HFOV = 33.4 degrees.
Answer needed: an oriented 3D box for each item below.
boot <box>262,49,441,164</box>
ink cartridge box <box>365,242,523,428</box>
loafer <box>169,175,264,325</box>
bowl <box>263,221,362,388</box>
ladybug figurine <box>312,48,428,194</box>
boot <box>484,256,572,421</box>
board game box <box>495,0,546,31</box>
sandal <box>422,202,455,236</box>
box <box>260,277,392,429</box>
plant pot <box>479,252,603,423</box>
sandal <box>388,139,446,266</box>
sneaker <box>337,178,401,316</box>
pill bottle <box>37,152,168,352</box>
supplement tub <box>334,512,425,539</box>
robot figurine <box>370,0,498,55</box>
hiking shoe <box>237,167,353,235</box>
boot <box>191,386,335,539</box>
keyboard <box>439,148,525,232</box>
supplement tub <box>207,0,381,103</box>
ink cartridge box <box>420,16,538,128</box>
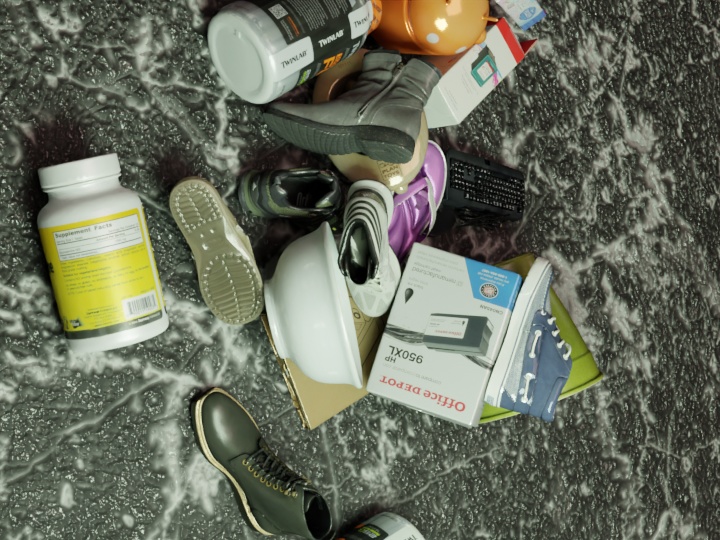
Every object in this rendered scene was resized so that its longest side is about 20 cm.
[{"bbox_3d":[-0.009,-0.209,1.462,0.070,0.200,0.132,73,33,-68],"label":"boot"},{"bbox_3d":[0.107,0.084,1.519,0.084,0.144,0.200,43,65,-77],"label":"ink cartridge box"},{"bbox_3d":[-0.164,-0.028,1.405,0.076,0.068,0.200,-15,118,4],"label":"loafer"},{"bbox_3d":[-0.060,0.049,1.418,0.090,0.201,0.201,-12,99,1],"label":"bowl"},{"bbox_3d":[0.015,-0.183,1.516,0.136,0.072,0.200,-21,76,3],"label":"ladybug figurine"},{"bbox_3d":[0.229,0.087,1.502,0.073,0.090,0.200,60,49,-73],"label":"boot"},{"bbox_3d":[0.159,-0.421,1.566,0.200,0.043,0.199,58,16,9],"label":"board game box"},{"bbox_3d":[0.064,-0.121,1.602,0.200,0.043,0.076,52,61,-25],"label":"sandal"},{"bbox_3d":[-0.022,0.086,1.545,0.200,0.021,0.164,-29,106,-33],"label":"box"},{"bbox_3d":[0.204,0.084,1.629,0.200,0.200,0.193,-18,88,-37],"label":"plant pot"},{"bbox_3d":[0.067,-0.073,1.560,0.082,0.050,0.203,28,82,-31],"label":"sandal"},{"bbox_3d":[0.000,0.000,1.454,0.115,0.076,0.201,-69,160,-48],"label":"sneaker"},{"bbox_3d":[-0.282,-0.021,1.290,0.112,0.112,0.200,-17,99,-37],"label":"pill bottle"},{"bbox_3d":[-0.014,0.394,1.484,0.200,0.122,0.123,-24,104,-36],"label":"supplement tub"},{"bbox_3d":[0.081,-0.331,1.516,0.117,0.200,0.144,-37,119,-22],"label":"robot figurine"},{"bbox_3d":[-0.047,-0.084,1.479,0.200,0.101,0.076,5,87,-38],"label":"hiking shoe"},{"bbox_3d":[-0.107,0.227,1.404,0.077,0.138,0.200,-41,112,-30],"label":"boot"},{"bbox_3d":[0.183,-0.104,1.671,0.200,0.040,0.104,8,85,-50],"label":"keyboard"},{"bbox_3d":[-0.075,-0.294,1.448,0.200,0.122,0.123,-35,110,-32],"label":"supplement tub"},{"bbox_3d":[0.136,-0.274,1.614,0.200,0.116,0.067,-47,116,-29],"label":"ink cartridge box"}]
